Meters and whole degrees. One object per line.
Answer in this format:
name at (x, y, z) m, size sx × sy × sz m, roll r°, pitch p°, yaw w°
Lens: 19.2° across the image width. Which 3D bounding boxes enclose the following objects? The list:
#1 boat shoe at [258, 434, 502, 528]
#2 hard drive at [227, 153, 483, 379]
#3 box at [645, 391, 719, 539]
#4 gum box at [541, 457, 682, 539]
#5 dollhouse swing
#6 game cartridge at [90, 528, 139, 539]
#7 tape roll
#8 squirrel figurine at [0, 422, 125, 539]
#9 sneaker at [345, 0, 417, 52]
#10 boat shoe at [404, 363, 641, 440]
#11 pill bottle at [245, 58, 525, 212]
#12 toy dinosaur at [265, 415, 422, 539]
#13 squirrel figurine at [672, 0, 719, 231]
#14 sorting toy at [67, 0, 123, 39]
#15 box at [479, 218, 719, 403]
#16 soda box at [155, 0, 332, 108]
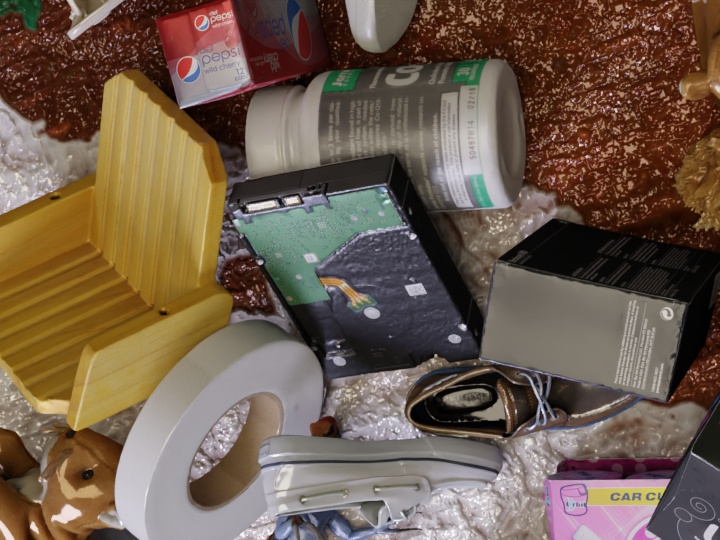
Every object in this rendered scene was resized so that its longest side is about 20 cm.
boat shoe at (0.016, 0.168, 1.659) m, size 0.198 × 0.074 × 0.067 m, roll 2°, pitch 73°, yaw -14°
hard drive at (0.000, 0.000, 1.628) m, size 0.139 × 0.038 × 0.201 m, roll -10°, pitch 135°, yaw 24°
box at (0.320, 0.124, 1.514) m, size 0.148 × 0.200 × 0.125 m, roll 31°, pitch 147°, yaw 10°
gum box at (0.240, 0.207, 1.637) m, size 0.198 × 0.066 × 0.115 m, roll -3°, pitch 100°, yaw 18°
dollhouse swing at (-0.208, -0.025, 1.634) m, size 0.200 × 0.181 × 0.177 m, roll 43°, pitch 149°, yaw 42°
game cartridge at (-0.270, 0.281, 1.825) m, size 0.133 × 0.041 × 0.200 m, roll 46°, pitch 109°, yaw 9°
tape roll at (-0.108, 0.133, 1.662) m, size 0.037 × 0.202 × 0.204 m, roll 32°, pitch 108°, yaw 29°
squirrel figurine at (-0.251, 0.218, 1.730) m, size 0.185 × 0.142 × 0.201 m, roll -24°, pitch 106°, yaw 9°
sneaker at (-0.005, -0.268, 1.636) m, size 0.088 × 0.075 × 0.202 m, roll 2°, pitch 94°, yaw 29°
boat shoe at (0.129, 0.100, 1.649) m, size 0.198 × 0.072 × 0.073 m, roll -15°, pitch 95°, yaw 19°
pill bottle at (0.020, -0.099, 1.627) m, size 0.198 × 0.113 × 0.114 m, roll -3°, pitch 99°, yaw 17°
toy dinosaur at (-0.059, 0.211, 1.724) m, size 0.198 × 0.105 × 0.183 m, roll -5°, pitch 78°, yaw 30°
squirrel figurine at (0.290, -0.124, 1.500) m, size 0.140 × 0.187 × 0.202 m, roll 4°, pitch 101°, yaw 16°
sorting toy at (-0.196, -0.314, 1.669) m, size 0.179 × 0.107 × 0.201 m, roll -32°, pitch 89°, yaw 12°
box at (0.179, 0.025, 1.553) m, size 0.140 × 0.200 × 0.080 m, roll 15°, pitch 104°, yaw 14°
soda box at (-0.084, -0.172, 1.599) m, size 0.063 × 0.200 × 0.071 m, roll -13°, pitch 96°, yaw 17°
